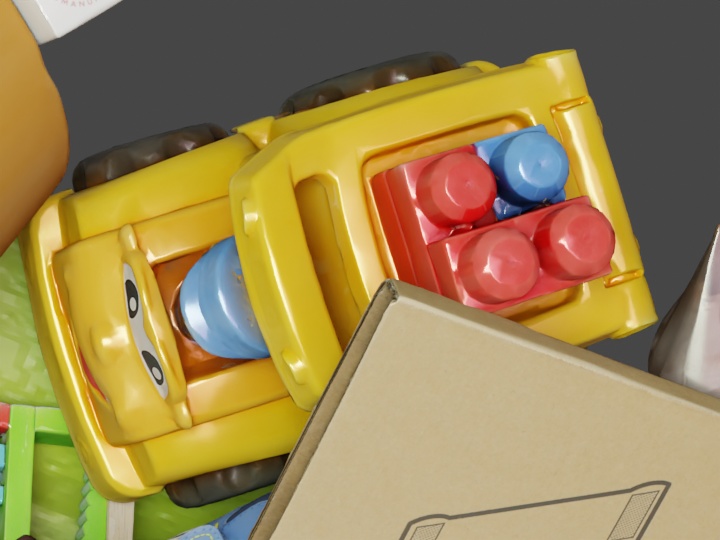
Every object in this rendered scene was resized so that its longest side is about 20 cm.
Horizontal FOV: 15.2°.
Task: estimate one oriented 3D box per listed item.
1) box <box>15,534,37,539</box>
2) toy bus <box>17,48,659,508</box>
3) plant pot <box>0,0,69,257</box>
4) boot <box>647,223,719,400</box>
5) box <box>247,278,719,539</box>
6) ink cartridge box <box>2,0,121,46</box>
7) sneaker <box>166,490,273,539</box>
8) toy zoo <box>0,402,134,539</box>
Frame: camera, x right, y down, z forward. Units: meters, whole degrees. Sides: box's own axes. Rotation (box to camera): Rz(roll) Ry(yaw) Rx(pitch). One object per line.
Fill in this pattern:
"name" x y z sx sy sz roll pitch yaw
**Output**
"box" -0.088 0.222 0.803 0.164 0.166 0.200 -37 113 -13
"toy bus" 0.000 0.000 0.915 0.200 0.192 0.136 -17 91 -16
"plant pot" -0.198 -0.024 0.834 0.183 0.200 0.200 -41 102 -28
"boot" 0.165 -0.011 0.962 0.064 0.200 0.186 35 82 14
"box" 0.062 0.104 0.872 0.200 0.021 0.164 20 110 -19
"ink cartridge box" -0.088 -0.124 0.881 0.115 0.200 0.068 -36 101 -20
"sneaker" -0.049 0.119 0.917 0.200 0.082 0.074 -29 86 -14
"toy zoo" -0.179 0.105 0.939 0.200 0.020 0.131 7 69 -17
